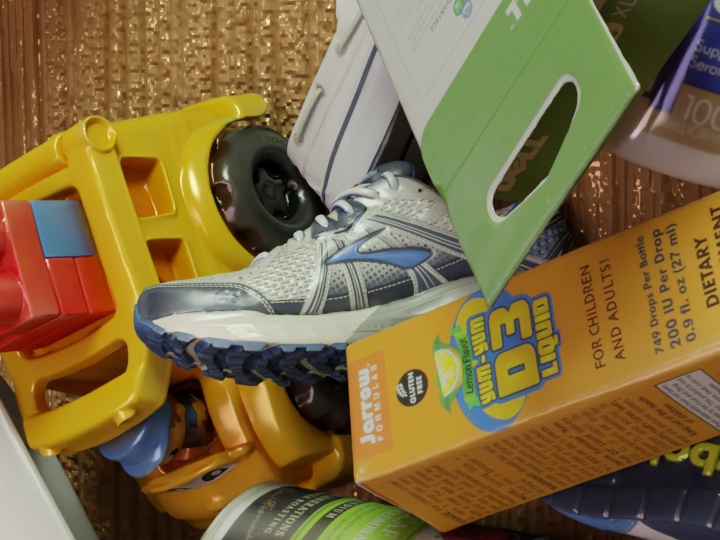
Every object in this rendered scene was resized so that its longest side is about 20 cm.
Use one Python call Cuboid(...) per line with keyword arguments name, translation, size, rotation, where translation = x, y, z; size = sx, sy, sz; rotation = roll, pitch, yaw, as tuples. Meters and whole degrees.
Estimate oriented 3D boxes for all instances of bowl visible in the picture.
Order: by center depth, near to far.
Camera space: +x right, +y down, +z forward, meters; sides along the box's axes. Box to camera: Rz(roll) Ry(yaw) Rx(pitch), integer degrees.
Cuboid(name="bowl", translation=(-0.162, 0.152, 0.892), size=(0.075, 0.200, 0.200), rotation=(-29, 76, -7))

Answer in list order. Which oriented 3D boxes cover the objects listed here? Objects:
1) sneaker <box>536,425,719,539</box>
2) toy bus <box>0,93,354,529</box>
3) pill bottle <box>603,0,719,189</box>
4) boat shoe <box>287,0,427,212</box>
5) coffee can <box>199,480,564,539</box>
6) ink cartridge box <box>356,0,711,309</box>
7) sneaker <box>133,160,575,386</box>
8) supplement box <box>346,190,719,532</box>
Cuboid(name="sneaker", translation=(0.140, 0.083, 0.726), size=(0.200, 0.082, 0.074), rotation=(17, 79, 44))
Cuboid(name="toy bus", translation=(-0.106, 0.026, 0.833), size=(0.136, 0.192, 0.200), rotation=(-24, 81, 34))
Cuboid(name="pill bottle", translation=(0.147, -0.140, 0.670), size=(0.120, 0.120, 0.200), rotation=(28, 113, 30))
Cuboid(name="boat shoe", translation=(0.016, -0.113, 0.798), size=(0.067, 0.073, 0.200), rotation=(39, 117, 25))
Cuboid(name="coffee can", translation=(0.036, 0.177, 0.763), size=(0.200, 0.146, 0.147), rotation=(7, 100, 28))
Cuboid(name="ink cartridge box", translation=(0.058, -0.093, 0.636), size=(0.104, 0.059, 0.200), rotation=(-57, 40, 38))
Cuboid(name="sneaker", translation=(0.000, 0.000, 0.781), size=(0.077, 0.199, 0.085), rotation=(125, 139, -70))
Cuboid(name="supplement box", translation=(0.091, 0.035, 0.690), size=(0.200, 0.069, 0.067), rotation=(-26, 54, 30))
